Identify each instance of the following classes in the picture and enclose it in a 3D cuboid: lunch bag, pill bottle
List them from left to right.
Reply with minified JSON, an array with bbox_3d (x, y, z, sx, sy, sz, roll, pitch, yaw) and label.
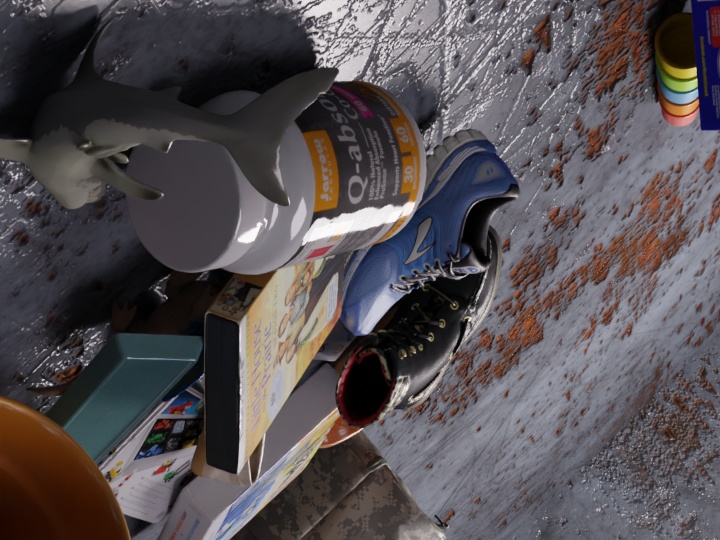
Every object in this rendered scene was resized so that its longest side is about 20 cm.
[{"bbox_3d":[-0.052,-0.061,0.996,0.199,0.116,0.117,-16,146,-55],"label":"pill bottle"},{"bbox_3d":[-0.022,0.298,1.694,0.200,0.168,0.140,-41,160,-8],"label":"lunch bag"}]

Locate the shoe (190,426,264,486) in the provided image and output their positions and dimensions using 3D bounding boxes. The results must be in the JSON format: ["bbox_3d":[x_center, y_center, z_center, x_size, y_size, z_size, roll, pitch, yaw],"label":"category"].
[{"bbox_3d":[-0.088,0.087,1.250,0.070,0.053,0.202,-32,142,-61],"label":"shoe"}]

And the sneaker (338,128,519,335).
[{"bbox_3d":[0.055,-0.018,1.270,0.200,0.089,0.078,-50,158,16],"label":"sneaker"}]

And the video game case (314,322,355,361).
[{"bbox_3d":[0.000,0.000,1.362,0.200,0.022,0.182,-49,160,11],"label":"video game case"}]

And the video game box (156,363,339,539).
[{"bbox_3d":[-0.107,0.197,1.446,0.200,0.047,0.183,-40,171,-34],"label":"video game box"}]

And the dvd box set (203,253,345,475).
[{"bbox_3d":[-0.060,0.032,1.132,0.200,0.029,0.148,-56,157,-49],"label":"dvd box set"}]

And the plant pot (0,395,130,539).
[{"bbox_3d":[-0.279,0.210,0.996,0.183,0.201,0.199,-38,166,32],"label":"plant pot"}]

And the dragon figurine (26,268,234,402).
[{"bbox_3d":[-0.143,0.053,1.124,0.200,0.059,0.100,-41,160,-15],"label":"dragon figurine"}]

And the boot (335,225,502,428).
[{"bbox_3d":[0.055,0.052,1.411,0.205,0.073,0.154,-63,165,16],"label":"boot"}]

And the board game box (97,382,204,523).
[{"bbox_3d":[-0.171,0.149,1.293,0.126,0.035,0.200,-46,161,-3],"label":"board game box"}]

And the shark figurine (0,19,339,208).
[{"bbox_3d":[-0.125,-0.092,0.815,0.128,0.213,0.090,28,67,-41],"label":"shark figurine"}]

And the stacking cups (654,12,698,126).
[{"bbox_3d":[0.337,-0.204,1.588,0.061,0.061,0.200,-45,163,0],"label":"stacking cups"}]

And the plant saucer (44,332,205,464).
[{"bbox_3d":[-0.182,0.098,1.087,0.069,0.019,0.200,3,148,-35],"label":"plant saucer"}]

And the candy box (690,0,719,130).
[{"bbox_3d":[0.401,-0.239,1.495,0.199,0.076,0.171,-25,112,-48],"label":"candy box"}]

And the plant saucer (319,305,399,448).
[{"bbox_3d":[0.014,0.101,1.580,0.200,0.032,0.201,-38,159,-18],"label":"plant saucer"}]
